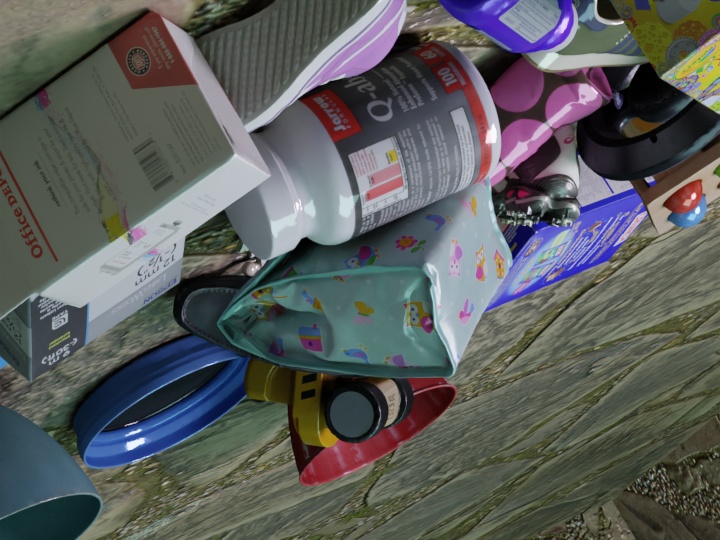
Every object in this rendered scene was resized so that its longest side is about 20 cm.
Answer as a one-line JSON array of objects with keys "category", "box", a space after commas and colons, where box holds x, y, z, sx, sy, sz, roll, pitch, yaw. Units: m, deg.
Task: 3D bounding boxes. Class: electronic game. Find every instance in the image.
[{"category": "electronic game", "box": [0.265, -0.160, 1.591, 0.200, 0.201, 0.042, -38, 121, 22]}]

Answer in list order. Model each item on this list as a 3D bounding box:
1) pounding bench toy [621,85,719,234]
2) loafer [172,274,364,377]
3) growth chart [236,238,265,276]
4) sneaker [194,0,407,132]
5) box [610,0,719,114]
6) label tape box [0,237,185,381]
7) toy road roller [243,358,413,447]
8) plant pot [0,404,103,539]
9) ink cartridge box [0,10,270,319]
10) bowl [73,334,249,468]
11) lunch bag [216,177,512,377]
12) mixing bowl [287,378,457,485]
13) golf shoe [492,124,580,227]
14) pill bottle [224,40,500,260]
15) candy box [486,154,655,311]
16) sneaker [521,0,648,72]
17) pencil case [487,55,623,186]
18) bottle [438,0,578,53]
[{"category": "pounding bench toy", "box": [0.322, -0.149, 1.716, 0.199, 0.157, 0.124, -33, 163, 6]}, {"category": "loafer", "box": [-0.065, 0.050, 1.632, 0.199, 0.069, 0.070, 14, -170, -14]}, {"category": "growth chart", "box": [-0.045, -0.057, 1.592, 0.144, 0.018, 0.200, -23, 160, -22]}, {"category": "sneaker", "box": [-0.049, -0.136, 1.280, 0.200, 0.073, 0.114, -33, 166, 4]}, {"category": "box", "box": [0.225, -0.229, 1.261, 0.122, 0.201, 0.192, -36, 162, 18]}, {"category": "label tape box", "box": [-0.201, 0.008, 1.361, 0.143, 0.066, 0.201, -35, 158, -26]}, {"category": "toy road roller", "box": [-0.029, 0.066, 1.764, 0.145, 0.202, 0.123, 7, -174, 16]}, {"category": "plant pot", "box": [-0.335, 0.184, 1.567, 0.199, 0.135, 0.200, -28, 163, -9]}, {"category": "ink cartridge box", "box": [-0.174, -0.059, 1.204, 0.199, 0.117, 0.067, -33, 163, 10]}, {"category": "bowl", "box": [-0.188, 0.123, 1.808, 0.199, 0.040, 0.201, -28, 162, -10]}, {"category": "lunch bag", "box": [0.000, 0.000, 1.493, 0.198, 0.123, 0.171, -2, -150, 26]}, {"category": "mixing bowl", "box": [-0.006, 0.137, 2.036, 0.199, 0.109, 0.200, -29, 163, -10]}, {"category": "golf shoe", "box": [0.143, -0.086, 1.690, 0.077, 0.089, 0.200, 11, 177, -26]}, {"category": "pill bottle", "box": [-0.003, -0.088, 1.407, 0.199, 0.116, 0.116, -25, 162, -21]}, {"category": "candy box", "box": [0.204, -0.050, 1.926, 0.199, 0.077, 0.169, -19, 158, -32]}, {"category": "sneaker", "box": [0.216, -0.216, 1.505, 0.199, 0.067, 0.090, -17, 157, -41]}, {"category": "pencil case", "box": [0.119, -0.122, 1.584, 0.199, 0.091, 0.094, -34, -164, 17]}, {"category": "bottle", "box": [0.107, -0.199, 1.340, 0.065, 0.084, 0.200, -36, 161, 16]}]
